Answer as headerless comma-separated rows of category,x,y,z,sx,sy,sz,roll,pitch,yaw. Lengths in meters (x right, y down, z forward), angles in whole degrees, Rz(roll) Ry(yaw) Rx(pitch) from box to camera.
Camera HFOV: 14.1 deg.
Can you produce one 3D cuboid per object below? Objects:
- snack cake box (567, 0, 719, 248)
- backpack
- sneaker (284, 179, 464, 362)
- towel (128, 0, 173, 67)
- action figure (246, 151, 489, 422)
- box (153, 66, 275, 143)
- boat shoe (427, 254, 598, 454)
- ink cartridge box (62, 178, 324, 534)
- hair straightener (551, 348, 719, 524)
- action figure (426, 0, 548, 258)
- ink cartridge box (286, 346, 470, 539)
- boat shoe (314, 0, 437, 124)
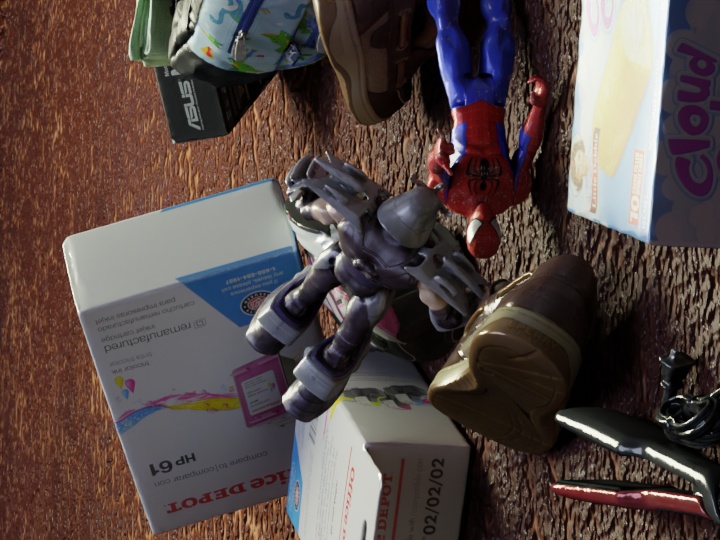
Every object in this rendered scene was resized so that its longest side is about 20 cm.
snack cake box,0.144,-0.115,1.267,0.115,0.067,0.200,-152,65,-72
backpack,-0.040,-0.214,1.830,0.200,0.154,0.163,97,-165,-63
sneaker,0.020,0.015,1.745,0.200,0.080,0.086,-123,15,-63
towel,-0.090,-0.217,1.978,0.023,0.200,0.153,10,101,31
action figure,0.000,0.000,1.585,0.130,0.069,0.200,48,143,6
box,-0.116,-0.209,2.059,0.160,0.044,0.200,-62,-38,-66
boat shoe,0.086,0.040,1.502,0.072,0.072,0.200,-61,-4,-18
ink cartridge box,-0.094,0.058,1.870,0.085,0.144,0.200,-109,3,-50
hair straightener,0.136,0.074,1.328,0.200,0.041,0.077,-177,88,-75
action figure,0.065,-0.109,1.559,0.099,0.065,0.200,114,154,-75
ink cartridge box,0.013,0.133,1.729,0.200,0.068,0.115,-123,37,-66
boat shoe,0.019,-0.140,1.709,0.200,0.072,0.072,62,-164,-71
